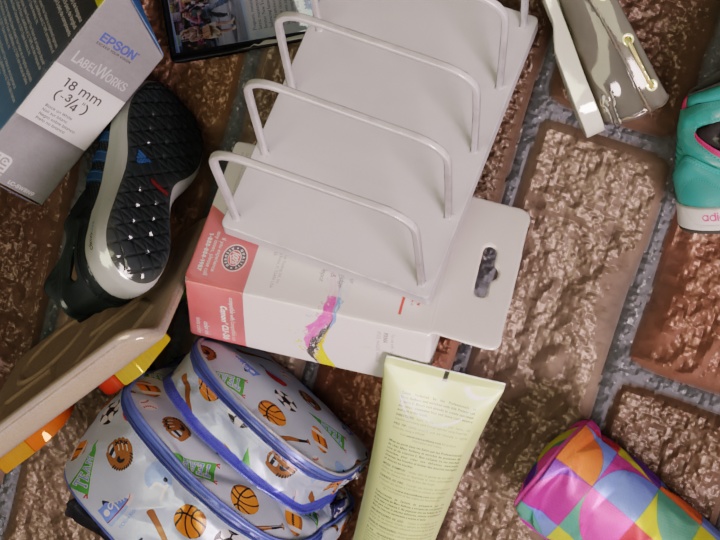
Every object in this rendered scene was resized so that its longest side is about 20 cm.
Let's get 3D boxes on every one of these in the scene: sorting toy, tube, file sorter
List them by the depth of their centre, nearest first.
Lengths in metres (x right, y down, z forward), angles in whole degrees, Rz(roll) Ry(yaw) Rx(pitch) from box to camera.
[{"bbox_3d":[0.011,-0.110,0.966,0.138,0.125,0.201,19,73,10],"label":"file sorter"},{"bbox_3d":[0.034,0.139,1.053,0.052,0.058,0.201,45,136,36],"label":"tube"},{"bbox_3d":[-0.176,0.056,1.061,0.185,0.200,0.037,-36,103,20],"label":"sorting toy"}]

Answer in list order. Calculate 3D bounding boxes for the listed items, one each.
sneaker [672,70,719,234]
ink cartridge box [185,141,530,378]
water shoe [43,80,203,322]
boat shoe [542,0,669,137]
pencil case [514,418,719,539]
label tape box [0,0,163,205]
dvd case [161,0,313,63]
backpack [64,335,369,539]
[{"bbox_3d":[0.281,-0.097,0.974,0.198,0.084,0.122,-8,105,18],"label":"sneaker"},{"bbox_3d":[0.000,0.000,1.035,0.198,0.068,0.117,13,57,7],"label":"ink cartridge box"},{"bbox_3d":[-0.160,-0.051,1.052,0.079,0.201,0.072,-30,119,27],"label":"water shoe"},{"bbox_3d":[0.135,-0.188,1.007,0.060,0.072,0.203,-18,93,7],"label":"boat shoe"},{"bbox_3d":[0.188,0.187,1.037,0.200,0.088,0.088,43,106,8],"label":"pencil case"},{"bbox_3d":[-0.187,-0.164,1.063,0.200,0.063,0.145,-48,39,17],"label":"label tape box"},{"bbox_3d":[-0.045,-0.224,1.079,0.198,0.018,0.144,-7,96,16],"label":"dvd case"},{"bbox_3d":[-0.094,0.136,1.051,0.199,0.190,0.155,36,108,8],"label":"backpack"}]
